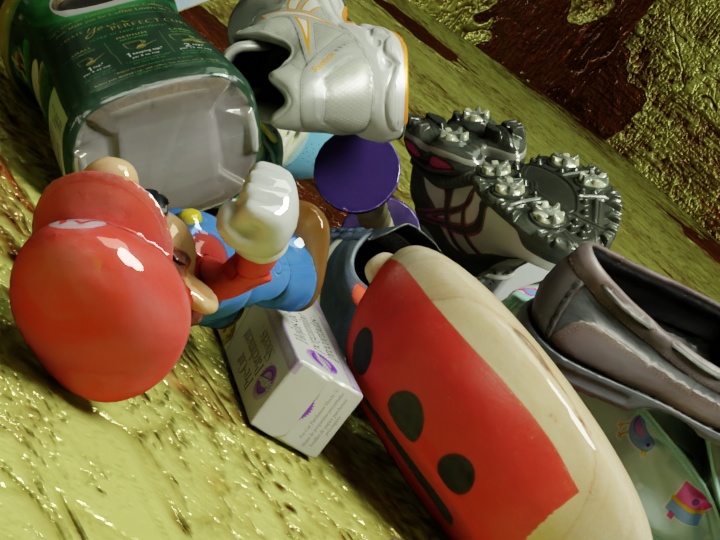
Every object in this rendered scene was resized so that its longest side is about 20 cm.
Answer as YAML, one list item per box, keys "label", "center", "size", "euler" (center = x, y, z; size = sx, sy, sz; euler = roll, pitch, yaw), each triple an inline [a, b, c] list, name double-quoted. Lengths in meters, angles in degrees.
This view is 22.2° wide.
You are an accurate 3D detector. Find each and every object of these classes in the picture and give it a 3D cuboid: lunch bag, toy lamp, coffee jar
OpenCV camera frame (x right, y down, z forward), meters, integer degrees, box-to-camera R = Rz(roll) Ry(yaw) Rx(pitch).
- label: "lunch bag"
  center: [0.148, 0.099, 0.987]
  size: [0.200, 0.122, 0.170]
  euler: [42, 18, 14]
- label: "toy lamp"
  center: [0.008, -0.035, 1.149]
  size: [0.058, 0.058, 0.200]
  euler: [40, -8, 13]
- label: "coffee jar"
  center: [-0.131, -0.105, 0.990]
  size: [0.104, 0.086, 0.200]
  euler: [-16, 35, -15]

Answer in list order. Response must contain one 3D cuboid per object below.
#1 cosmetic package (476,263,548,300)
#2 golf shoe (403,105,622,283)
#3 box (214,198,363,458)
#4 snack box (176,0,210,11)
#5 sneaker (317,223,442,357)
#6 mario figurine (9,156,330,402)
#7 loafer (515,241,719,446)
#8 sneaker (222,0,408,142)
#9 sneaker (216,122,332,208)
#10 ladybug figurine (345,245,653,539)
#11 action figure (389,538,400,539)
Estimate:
- label: "cosmetic package"
  center: [0.085, 0.009, 1.200]
  size: [0.071, 0.102, 0.200]
  euler: [33, 12, -18]
- label: "golf shoe"
  center: [0.086, -0.027, 1.034]
  size: [0.077, 0.089, 0.200]
  euler: [-4, 21, -19]
- label: "box"
  center: [-0.046, 0.023, 0.910]
  size: [0.039, 0.042, 0.200]
  euler: [32, 14, -24]
- label: "snack box"
  center: [-0.125, -0.212, 1.190]
  size: [0.169, 0.199, 0.068]
  euler: [-111, -178, -70]
- label: "sneaker"
  center: [0.000, 0.000, 1.021]
  size: [0.075, 0.085, 0.200]
  euler: [29, 14, -33]
- label: "mario figurine"
  center: [-0.080, -0.016, 0.764]
  size: [0.106, 0.124, 0.200]
  euler: [44, 13, 11]
- label: "loafer"
  center: [0.172, 0.042, 0.884]
  size: [0.199, 0.063, 0.072]
  euler: [18, 32, -18]
- label: "sneaker"
  center: [-0.049, -0.127, 1.063]
  size: [0.092, 0.076, 0.200]
  euler: [-4, 19, -25]
- label: "sneaker"
  center: [-0.066, -0.074, 1.137]
  size: [0.199, 0.080, 0.131]
  euler: [14, 22, -40]
- label: "ladybug figurine"
  center: [0.056, 0.076, 0.855]
  size: [0.200, 0.072, 0.136]
  euler: [53, -15, 21]
- label: "action figure"
  center: [0.004, 0.155, 0.490]
  size: [0.130, 0.069, 0.200]
  euler: [45, 15, -10]
